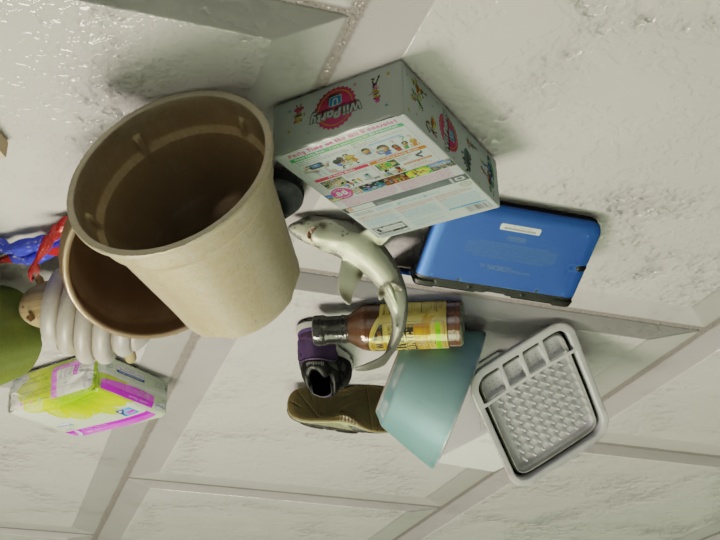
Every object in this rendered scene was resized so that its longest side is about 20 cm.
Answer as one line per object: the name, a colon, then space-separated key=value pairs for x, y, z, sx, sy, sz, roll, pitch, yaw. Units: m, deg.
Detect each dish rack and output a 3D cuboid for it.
dish rack: x=0.242 y=0.181 z=1.627 sx=0.172 sy=0.044 sz=0.200 roll=-30 pitch=112 yaw=-12

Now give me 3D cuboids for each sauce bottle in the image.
sauce bottle: x=0.037 y=0.075 z=1.545 sx=0.200 sy=0.065 sz=0.065 roll=-4 pitch=153 yaw=9

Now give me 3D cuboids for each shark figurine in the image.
shark figurine: x=0.020 y=0.010 z=1.372 sx=0.128 sy=0.090 sz=0.215 roll=-24 pitch=105 yaw=8

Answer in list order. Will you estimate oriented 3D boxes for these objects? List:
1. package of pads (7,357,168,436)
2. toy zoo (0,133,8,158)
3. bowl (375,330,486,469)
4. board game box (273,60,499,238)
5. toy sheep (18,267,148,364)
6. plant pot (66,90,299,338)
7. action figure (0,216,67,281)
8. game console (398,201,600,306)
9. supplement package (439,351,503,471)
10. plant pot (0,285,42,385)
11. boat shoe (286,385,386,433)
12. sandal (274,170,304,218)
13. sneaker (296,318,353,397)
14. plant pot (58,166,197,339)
package of pads: x=-0.418 y=0.192 z=1.787 sx=0.200 sy=0.068 sz=0.154 roll=-17 pitch=149 yaw=31
toy zoo: x=-0.470 y=-0.144 z=1.159 sx=0.200 sy=0.020 sz=0.131 roll=-4 pitch=153 yaw=10
bowl: x=0.089 y=0.159 z=1.607 sx=0.105 sy=0.201 sz=0.201 roll=21 pitch=154 yaw=5
board game box: x=0.029 y=-0.112 z=1.167 sx=0.148 sy=0.064 sz=0.200 roll=-15 pitch=151 yaw=27
toy sheep: x=-0.320 y=0.055 z=1.440 sx=0.200 sy=0.138 sz=0.138 roll=6 pitch=154 yaw=-2
plant pot: x=-0.149 y=-0.037 z=1.127 sx=0.200 sy=0.201 sz=0.184 roll=-7 pitch=141 yaw=15
action figure: x=-0.374 y=-0.003 z=1.365 sx=0.200 sy=0.099 sz=0.065 roll=-16 pitch=151 yaw=25
game console: x=0.153 y=-0.027 z=1.388 sx=0.200 sy=0.118 sz=0.171 roll=8 pitch=122 yaw=-16
supplement package: x=0.204 y=0.217 z=1.768 sx=0.117 sy=0.117 sz=0.200 roll=12 pitch=151 yaw=-24
plant pot: x=-0.496 y=0.084 z=1.434 sx=0.200 sy=0.200 sz=0.190 roll=-12 pitch=177 yaw=23
boat shoe: x=-0.018 y=0.219 z=1.841 sx=0.201 sy=0.072 sz=0.066 roll=5 pitch=164 yaw=-9
sandal: x=-0.122 y=-0.051 z=1.309 sx=0.075 sy=0.048 sz=0.200 roll=14 pitch=151 yaw=-26
sneaker: x=-0.056 y=0.147 z=1.664 sx=0.076 sy=0.088 sz=0.200 roll=-4 pitch=154 yaw=9
plant pot: x=-0.225 y=-0.035 z=1.250 sx=0.201 sy=0.093 sz=0.201 roll=-12 pitch=123 yaw=-19
